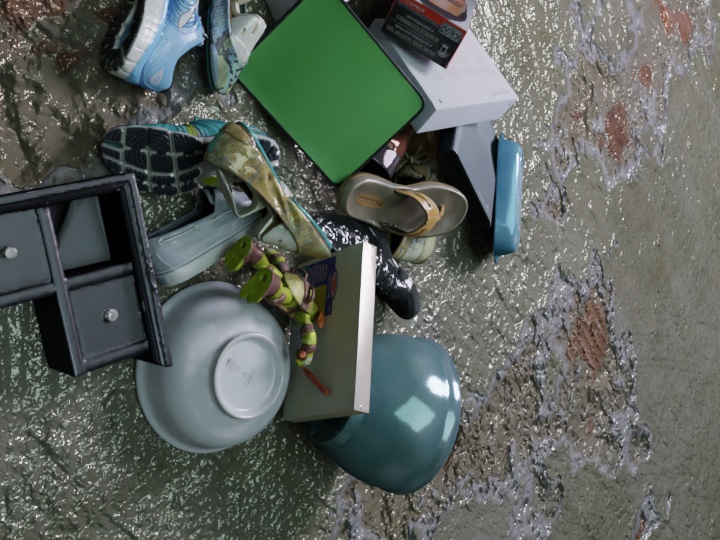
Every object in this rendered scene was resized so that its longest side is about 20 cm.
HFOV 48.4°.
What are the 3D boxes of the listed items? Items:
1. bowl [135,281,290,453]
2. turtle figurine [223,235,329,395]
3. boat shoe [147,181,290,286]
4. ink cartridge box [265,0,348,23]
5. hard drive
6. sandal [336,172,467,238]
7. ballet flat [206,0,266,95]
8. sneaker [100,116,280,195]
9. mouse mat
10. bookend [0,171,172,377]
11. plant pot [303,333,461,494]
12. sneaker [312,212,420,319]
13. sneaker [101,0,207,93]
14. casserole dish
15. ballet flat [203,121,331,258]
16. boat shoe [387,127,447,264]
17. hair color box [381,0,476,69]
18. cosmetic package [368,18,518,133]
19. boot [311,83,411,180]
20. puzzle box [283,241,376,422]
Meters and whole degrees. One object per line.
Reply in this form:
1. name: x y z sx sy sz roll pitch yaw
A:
1. bowl: -0.150 0.116 0.924 0.199 0.090 0.205 -2 93 -42
2. turtle figurine: -0.083 0.035 0.917 0.161 0.064 0.202 43 24 -57
3. boat shoe: -0.163 -0.063 0.918 0.200 0.069 0.072 -40 118 -32
4. ink cartridge box: -0.041 -0.412 1.004 0.200 0.084 0.146 -42 118 -31
5. hard drive: 0.160 -0.176 1.165 0.140 0.032 0.202 57 32 -34
6. sandal: 0.061 -0.079 1.048 0.197 0.054 0.081 8 114 -33
7. ballet flat: -0.141 -0.306 0.921 0.073 0.074 0.204 -3 95 -41
8. sneaker: -0.189 -0.133 0.895 0.197 0.080 0.079 -1 124 -26
9. mouse mat: -0.036 -0.223 0.977 0.160 0.008 0.200 -40 109 11
10. bookend: -0.307 0.021 0.778 0.198 0.091 0.202 -17 103 -39
11. plant pot: 0.012 0.168 1.004 0.133 0.199 0.204 20 79 -34
12. sneaker: 0.002 0.000 1.077 0.104 0.060 0.202 -39 110 -36
13. sneaker: -0.206 -0.288 0.881 0.090 0.078 0.203 32 79 -48
14. casserole dish: 0.231 -0.112 1.248 0.121 0.038 0.204 9 84 -76
15. ballet flat: -0.104 -0.070 0.879 0.071 0.070 0.201 -54 130 -26
16. boat shoe: 0.076 -0.112 1.126 0.062 0.073 0.204 6 87 -43
17. hair color box: 0.099 -0.356 1.067 0.100 0.062 0.201 28 40 -8
18. cosmetic package: 0.110 -0.271 1.093 0.198 0.052 0.152 -18 69 -45
19. boot: 0.015 -0.251 1.075 0.187 0.068 0.202 36 61 -22
20. puzzle box: -0.036 0.076 0.966 0.025 0.132 0.204 19 65 -38
